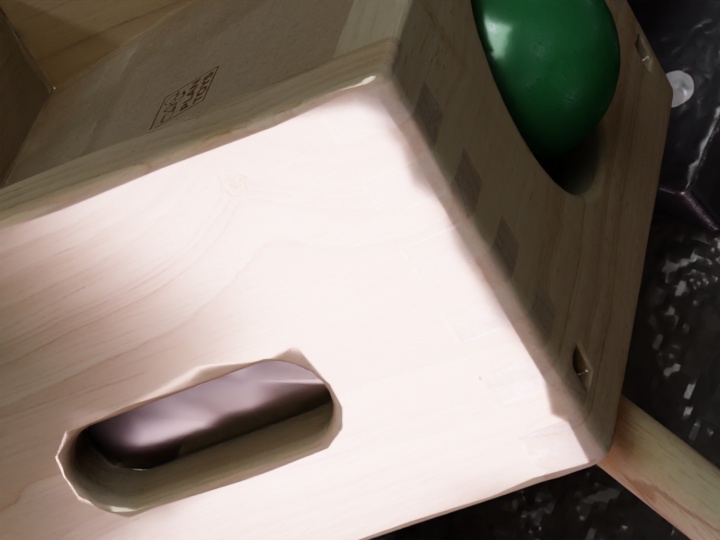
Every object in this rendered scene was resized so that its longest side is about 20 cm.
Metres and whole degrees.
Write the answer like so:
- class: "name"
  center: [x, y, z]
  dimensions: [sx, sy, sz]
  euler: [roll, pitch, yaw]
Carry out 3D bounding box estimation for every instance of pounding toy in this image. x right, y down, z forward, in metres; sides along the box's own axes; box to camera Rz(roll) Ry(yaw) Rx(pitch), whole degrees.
- class: "pounding toy"
  center: [0.000, 0.000, 0.666]
  dimensions: [0.199, 0.142, 0.184]
  euler: [-20, 27, 23]

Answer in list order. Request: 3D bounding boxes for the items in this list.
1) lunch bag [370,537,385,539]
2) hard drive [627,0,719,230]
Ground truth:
- class: "lunch bag"
  center: [-0.034, 0.164, 0.705]
  dimensions: [0.132, 0.136, 0.201]
  euler: [-3, 66, 18]
- class: "hard drive"
  center: [0.071, -0.123, 0.824]
  dimensions: [0.139, 0.038, 0.201]
  euler: [17, 81, 27]
